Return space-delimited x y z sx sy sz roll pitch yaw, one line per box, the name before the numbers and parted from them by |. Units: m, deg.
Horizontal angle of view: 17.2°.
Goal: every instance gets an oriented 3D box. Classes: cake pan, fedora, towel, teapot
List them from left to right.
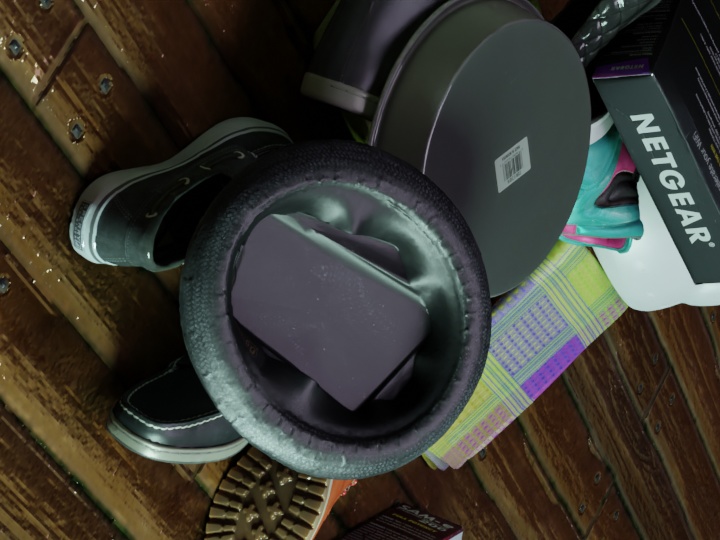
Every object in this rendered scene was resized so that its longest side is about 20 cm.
fedora | -0.024 0.019 1.365 0.199 0.091 0.203 -4 99 -25
cake pan | 0.078 -0.071 1.455 0.200 0.037 0.202 -24 122 -45
towel | 0.107 0.065 1.784 0.200 0.023 0.144 -43 147 1
teapot | 0.239 -0.078 1.809 0.200 0.145 0.198 55 17 -36

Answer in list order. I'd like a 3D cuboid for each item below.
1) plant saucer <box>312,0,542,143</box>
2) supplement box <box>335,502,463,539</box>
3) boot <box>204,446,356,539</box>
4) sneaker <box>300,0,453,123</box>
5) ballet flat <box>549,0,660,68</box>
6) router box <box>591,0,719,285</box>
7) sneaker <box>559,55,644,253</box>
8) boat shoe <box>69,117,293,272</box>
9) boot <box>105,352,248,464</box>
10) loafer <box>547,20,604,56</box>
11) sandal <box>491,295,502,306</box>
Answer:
plant saucer | 0.039 -0.156 1.574 0.201 0.048 0.200 -58 149 -22
supplement box | -0.004 0.255 1.742 0.200 0.060 0.110 -23 126 -55
boot | -0.035 0.143 1.609 0.201 0.075 0.107 -63 156 -17
sneaker | 0.047 -0.133 1.471 0.200 0.074 0.107 15 97 -61
ballet flat | 0.129 -0.154 1.577 0.057 0.067 0.200 37 105 -26
router box | 0.239 -0.113 1.654 0.201 0.051 0.150 58 43 -35
sneaker | 0.176 -0.076 1.683 0.200 0.083 0.122 -34 128 -51
boat shoe | -0.090 -0.039 1.408 0.200 0.056 0.069 -27 130 -52
boot | -0.065 0.026 1.445 0.203 0.073 0.155 -17 132 -50
loafer | 0.124 -0.104 1.723 0.072 0.063 0.201 50 57 -35
sandal | 0.113 0.004 1.793 0.080 0.059 0.207 -63 151 -13
